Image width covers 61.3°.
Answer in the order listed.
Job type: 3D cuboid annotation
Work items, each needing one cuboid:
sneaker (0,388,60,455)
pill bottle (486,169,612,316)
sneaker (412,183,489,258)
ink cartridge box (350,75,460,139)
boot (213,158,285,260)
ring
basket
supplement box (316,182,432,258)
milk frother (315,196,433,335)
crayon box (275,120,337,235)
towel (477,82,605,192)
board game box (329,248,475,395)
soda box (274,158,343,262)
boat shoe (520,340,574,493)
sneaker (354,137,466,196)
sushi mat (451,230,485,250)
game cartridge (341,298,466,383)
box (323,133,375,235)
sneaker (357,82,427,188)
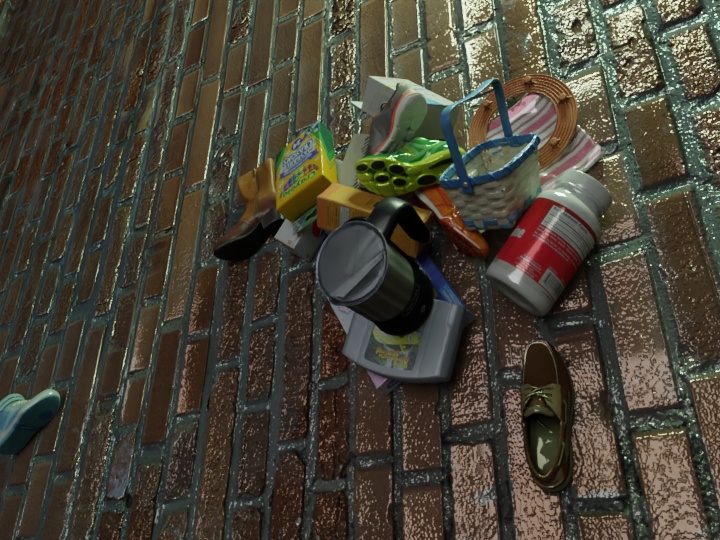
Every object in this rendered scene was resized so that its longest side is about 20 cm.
[{"bbox_3d":[-0.803,0.324,1.451,0.199,0.079,0.131,-43,52,5],"label":"sneaker"},{"bbox_3d":[0.286,-0.044,0.913,0.111,0.112,0.202,34,86,39],"label":"pill bottle"},{"bbox_3d":[0.162,-0.100,1.035,0.076,0.073,0.202,-35,55,0],"label":"sneaker"},{"bbox_3d":[0.082,-0.323,1.178,0.199,0.113,0.070,40,125,39],"label":"ink cartridge box"},{"bbox_3d":[-0.256,-0.139,1.341,0.186,0.068,0.204,-33,52,15],"label":"boot"},{"bbox_3d":[0.276,-0.255,1.054,0.195,0.019,0.207,-15,62,30],"label":"ring"},{"bbox_3d":[0.196,-0.176,0.944,0.136,0.205,0.175,4,30,43],"label":"basket"},{"bbox_3d":[0.022,-0.088,1.048,0.195,0.071,0.067,17,37,23],"label":"supplement box"},{"bbox_3d":[-0.003,-0.016,0.924,0.194,0.187,0.186,5,74,28],"label":"milk frother"},{"bbox_3d":[-0.107,-0.185,1.193,0.124,0.051,0.204,-31,45,25],"label":"crayon box"},{"bbox_3d":[0.303,-0.219,1.046,0.145,0.030,0.203,-36,52,13],"label":"towel"},{"bbox_3d":[0.065,0.068,1.044,0.199,0.041,0.202,-41,51,8],"label":"board game box"},{"bbox_3d":[-0.087,-0.126,1.228,0.067,0.063,0.203,26,83,39],"label":"soda box"},{"bbox_3d":[0.255,0.193,0.836,0.074,0.074,0.206,-13,60,26],"label":"boat shoe"},{"bbox_3d":[0.086,-0.182,1.056,0.193,0.076,0.085,-7,35,0],"label":"sneaker"},{"bbox_3d":[0.172,-0.134,1.097,0.094,0.012,0.203,-35,53,14],"label":"sushi mat"},{"bbox_3d":[0.064,0.107,0.977,0.195,0.041,0.137,7,75,34],"label":"game cartridge"},{"bbox_3d":[-0.005,-0.157,1.181,0.067,0.082,0.206,9,73,33],"label":"box"},{"bbox_3d":[0.049,-0.243,1.096,0.202,0.076,0.083,-57,46,26],"label":"sneaker"}]
